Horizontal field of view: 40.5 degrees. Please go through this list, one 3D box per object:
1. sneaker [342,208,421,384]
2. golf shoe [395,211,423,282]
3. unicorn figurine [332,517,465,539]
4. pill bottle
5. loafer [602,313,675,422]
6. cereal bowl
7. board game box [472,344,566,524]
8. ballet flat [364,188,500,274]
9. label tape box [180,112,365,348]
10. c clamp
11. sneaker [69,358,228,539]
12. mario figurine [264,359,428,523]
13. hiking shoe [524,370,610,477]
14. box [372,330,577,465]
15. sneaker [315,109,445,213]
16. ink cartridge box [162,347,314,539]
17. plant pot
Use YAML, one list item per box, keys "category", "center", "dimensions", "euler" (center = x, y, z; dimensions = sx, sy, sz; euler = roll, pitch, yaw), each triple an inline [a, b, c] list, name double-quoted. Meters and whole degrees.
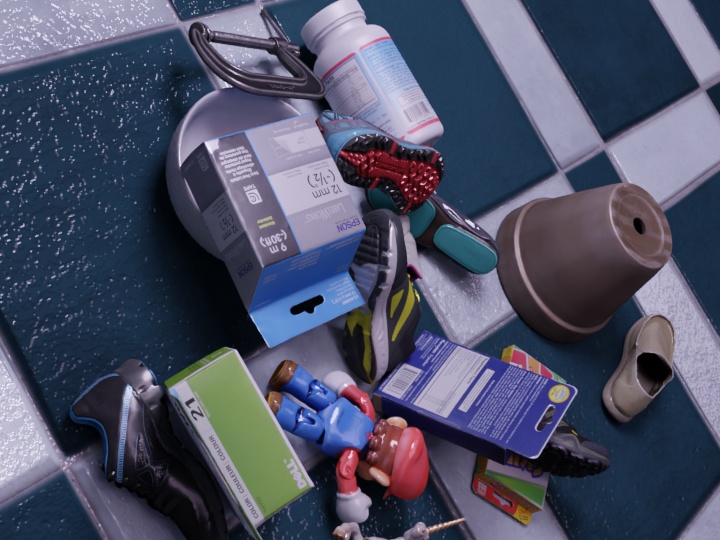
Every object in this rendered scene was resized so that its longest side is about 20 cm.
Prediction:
- category: "sneaker"
  center: [0.026, 0.022, 1.072]
  dimensions: [0.084, 0.203, 0.074]
  euler: [-21, 37, -41]
- category: "golf shoe"
  center: [0.000, 0.000, 1.114]
  dimensions: [0.199, 0.075, 0.093]
  euler: [-25, 88, -40]
- category: "unicorn figurine"
  center: [0.015, 0.308, 0.974]
  dimensions: [0.202, 0.073, 0.138]
  euler: [-62, 148, -17]
- category: "pill bottle"
  center: [0.010, -0.226, 1.202]
  dimensions: [0.108, 0.108, 0.202]
  euler: [-28, 87, -41]
- category: "loafer"
  center: [0.402, 0.130, 1.352]
  dimensions: [0.076, 0.068, 0.201]
  euler: [46, 50, -10]
- category: "cereal bowl"
  center: [-0.124, -0.090, 1.055]
  dimensions: [0.198, 0.083, 0.203]
  euler: [15, 61, -30]
- category: "board game box"
  center: [0.197, 0.199, 1.197]
  dimensions: [0.095, 0.030, 0.202]
  euler: [33, 55, -19]
- category: "ballet flat"
  center: [0.089, -0.064, 1.220]
  dimensions: [0.198, 0.073, 0.074]
  euler: [32, 53, -13]
- category: "label tape box"
  center: [-0.072, -0.044, 0.976]
  dimensions: [0.142, 0.066, 0.202]
  euler: [-22, 82, -41]
- category: "c clamp"
  center: [-0.123, -0.246, 1.114]
  dimensions: [0.171, 0.027, 0.199]
  euler: [47, 30, 18]
- category: "sneaker"
  center: [-0.192, 0.186, 0.895]
  dimensions: [0.081, 0.073, 0.201]
  euler: [-28, 80, -29]
- category: "mario figurine"
  center: [-0.019, 0.183, 1.028]
  dimensions: [0.198, 0.106, 0.124]
  euler: [32, 89, -8]
- category: "hiking shoe"
  center: [0.211, 0.169, 1.147]
  dimensions: [0.198, 0.076, 0.102]
  euler: [26, 58, -8]
- category: "box"
  center: [0.127, 0.143, 1.084]
  dimensions: [0.121, 0.198, 0.033]
  euler: [-45, 142, -40]
- category: "sneaker"
  center: [0.021, -0.133, 1.096]
  dimensions: [0.096, 0.080, 0.199]
  euler: [45, 14, 33]
- category: "ink cartridge box"
  center: [-0.104, 0.151, 0.866]
  dimensions: [0.075, 0.200, 0.149]
  euler: [-30, 94, -15]
- category: "plant pot"
  center: [0.307, -0.025, 1.286]
  dimensions: [0.198, 0.173, 0.203]
  euler: [16, 61, -31]
